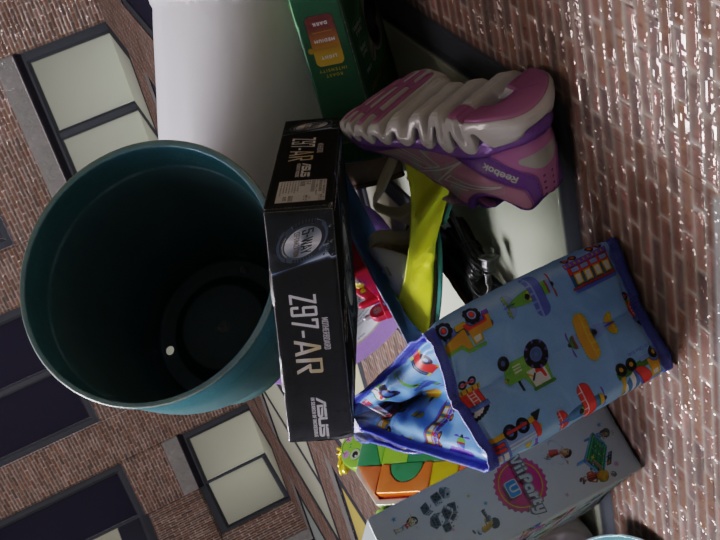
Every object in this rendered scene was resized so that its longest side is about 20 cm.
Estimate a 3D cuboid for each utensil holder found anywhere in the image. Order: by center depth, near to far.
[{"bbox_3d":[-0.102,-0.153,1.001,0.170,0.169,0.201,-158,67,-72],"label":"utensil holder"}]

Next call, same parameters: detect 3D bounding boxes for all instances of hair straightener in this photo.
[{"bbox_3d":[0.103,0.002,0.918,0.077,0.041,0.200,105,147,-48],"label":"hair straightener"}]

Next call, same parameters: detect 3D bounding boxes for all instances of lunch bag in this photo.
[{"bbox_3d":[0.081,0.065,0.760,0.094,0.150,0.200,65,156,1],"label":"lunch bag"}]

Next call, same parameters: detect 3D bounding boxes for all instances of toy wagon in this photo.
[{"bbox_3d":[0.050,0.160,1.028,0.199,0.156,0.040,-11,142,36],"label":"toy wagon"}]

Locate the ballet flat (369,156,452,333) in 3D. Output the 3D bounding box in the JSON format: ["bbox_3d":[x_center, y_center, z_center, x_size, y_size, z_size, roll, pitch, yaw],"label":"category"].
[{"bbox_3d":[0.041,-0.036,0.898,0.067,0.067,0.201,-90,6,-53],"label":"ballet flat"}]

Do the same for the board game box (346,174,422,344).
[{"bbox_3d":[0.000,0.000,0.968,0.200,0.039,0.158,61,-171,-24],"label":"board game box"}]

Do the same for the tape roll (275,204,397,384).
[{"bbox_3d":[-0.043,0.025,1.148,0.066,0.199,0.201,55,163,37],"label":"tape roll"}]

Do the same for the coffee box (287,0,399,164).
[{"bbox_3d":[-0.017,-0.196,0.877,0.123,0.044,0.201,-73,-30,-58],"label":"coffee box"}]

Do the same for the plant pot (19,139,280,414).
[{"bbox_3d":[-0.133,0.025,0.890,0.201,0.200,0.188,61,-177,20],"label":"plant pot"}]

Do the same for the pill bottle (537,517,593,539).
[{"bbox_3d":[0.117,0.216,1.043,0.200,0.114,0.115,48,159,51],"label":"pill bottle"}]

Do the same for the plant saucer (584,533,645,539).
[{"bbox_3d":[0.191,0.302,0.844,0.027,0.201,0.200,22,-167,-32],"label":"plant saucer"}]

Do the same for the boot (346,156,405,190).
[{"bbox_3d":[-0.026,-0.150,1.084,0.200,0.070,0.147,2,104,63],"label":"boot"}]

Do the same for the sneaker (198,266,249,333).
[{"bbox_3d":[-0.147,0.008,1.071,0.091,0.076,0.200,-51,41,30],"label":"sneaker"}]

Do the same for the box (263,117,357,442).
[{"bbox_3d":[-0.030,-0.002,0.773,0.200,0.043,0.161,-89,-6,-68],"label":"box"}]

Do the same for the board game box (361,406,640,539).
[{"bbox_3d":[0.101,0.188,0.866,0.064,0.199,0.148,61,166,19],"label":"board game box"}]

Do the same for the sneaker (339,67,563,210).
[{"bbox_3d":[0.063,-0.083,0.763,0.200,0.080,0.089,16,141,54],"label":"sneaker"}]
